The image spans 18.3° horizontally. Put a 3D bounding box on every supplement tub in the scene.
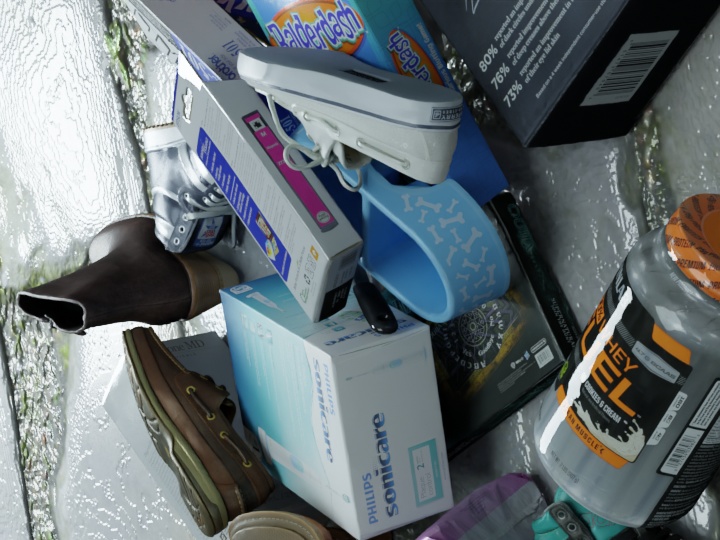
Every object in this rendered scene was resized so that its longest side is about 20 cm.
[{"bbox_3d":[0.202,0.057,1.430,0.123,0.122,0.201,50,130,31],"label":"supplement tub"}]

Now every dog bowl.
[{"bbox_3d":[0.020,-0.041,1.586,0.200,0.049,0.112,41,154,24],"label":"dog bowl"}]

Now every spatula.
[{"bbox_3d":[0.000,0.000,1.648,0.200,0.056,0.021,-114,24,-59],"label":"spatula"}]

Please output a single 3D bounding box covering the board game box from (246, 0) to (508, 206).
[{"bbox_3d":[0.008,-0.134,1.597,0.152,0.045,0.201,2,124,61],"label":"board game box"}]

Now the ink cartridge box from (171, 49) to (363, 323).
[{"bbox_3d":[-0.070,-0.065,1.609,0.200,0.037,0.095,52,156,19],"label":"ink cartridge box"}]

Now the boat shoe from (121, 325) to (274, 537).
[{"bbox_3d":[-0.130,0.118,1.751,0.201,0.067,0.072,57,163,36],"label":"boat shoe"}]

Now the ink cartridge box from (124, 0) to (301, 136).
[{"bbox_3d":[-0.118,-0.172,1.714,0.200,0.044,0.094,44,171,39],"label":"ink cartridge box"}]

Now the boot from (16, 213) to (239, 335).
[{"bbox_3d":[-0.218,0.003,1.872,0.199,0.165,0.073,16,111,49],"label":"boot"}]

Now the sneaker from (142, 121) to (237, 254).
[{"bbox_3d":[-0.109,-0.070,1.807,0.199,0.070,0.110,-2,91,55],"label":"sneaker"}]

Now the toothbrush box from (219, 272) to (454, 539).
[{"bbox_3d":[-0.020,0.094,1.671,0.200,0.085,0.148,27,129,61],"label":"toothbrush box"}]

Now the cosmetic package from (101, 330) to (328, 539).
[{"bbox_3d":[-0.117,0.145,1.836,0.200,0.101,0.074,51,131,29],"label":"cosmetic package"}]

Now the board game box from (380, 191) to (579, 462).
[{"bbox_3d":[0.074,0.050,1.649,0.200,0.028,0.136,-41,66,46],"label":"board game box"}]

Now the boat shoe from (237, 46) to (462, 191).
[{"bbox_3d":[-0.011,-0.096,1.518,0.201,0.074,0.087,20,112,40],"label":"boat shoe"}]

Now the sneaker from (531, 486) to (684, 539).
[{"bbox_3d":[0.186,0.183,1.508,0.199,0.083,0.122,-14,96,51],"label":"sneaker"}]

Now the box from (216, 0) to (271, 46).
[{"bbox_3d":[-0.074,-0.230,1.742,0.200,0.064,0.071,39,125,39],"label":"box"}]

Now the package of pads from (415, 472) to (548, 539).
[{"bbox_3d":[0.053,0.237,1.637,0.076,0.120,0.200,53,133,11],"label":"package of pads"}]

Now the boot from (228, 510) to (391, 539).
[{"bbox_3d":[-0.035,0.217,1.710,0.200,0.154,0.074,-28,72,52],"label":"boot"}]

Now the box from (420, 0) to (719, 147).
[{"bbox_3d":[0.126,-0.205,1.482,0.201,0.104,0.148,58,135,25],"label":"box"}]
